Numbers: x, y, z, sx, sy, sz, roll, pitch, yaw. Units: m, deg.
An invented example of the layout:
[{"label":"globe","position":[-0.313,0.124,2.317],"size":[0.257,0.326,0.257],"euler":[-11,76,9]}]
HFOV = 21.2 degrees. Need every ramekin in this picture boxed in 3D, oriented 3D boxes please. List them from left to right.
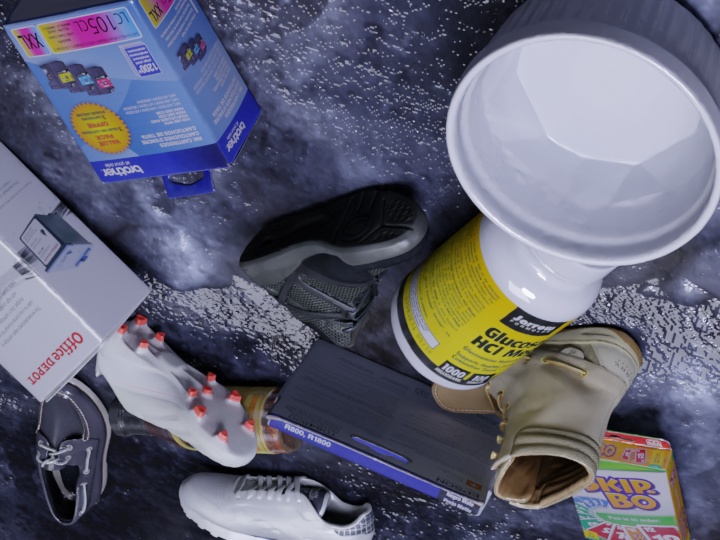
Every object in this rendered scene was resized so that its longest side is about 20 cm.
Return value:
[{"label":"ramekin","position":[0.169,-0.111,1.365],"size":[0.200,0.105,0.201],"euler":[13,133,14]}]

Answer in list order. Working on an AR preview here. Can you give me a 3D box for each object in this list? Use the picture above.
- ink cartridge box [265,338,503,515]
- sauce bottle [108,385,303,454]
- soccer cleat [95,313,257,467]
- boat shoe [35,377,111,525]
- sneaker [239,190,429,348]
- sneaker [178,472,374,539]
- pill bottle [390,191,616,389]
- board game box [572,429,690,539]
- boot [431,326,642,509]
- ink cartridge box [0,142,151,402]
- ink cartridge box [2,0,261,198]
[{"label":"ink cartridge box","position":[0.024,0.142,1.654],"size":[0.199,0.200,0.041],"euler":[23,109,5]},{"label":"sauce bottle","position":[-0.149,0.143,1.841],"size":[0.200,0.066,0.066],"euler":[-3,132,28]},{"label":"soccer cleat","position":[-0.171,0.123,1.790],"size":[0.200,0.069,0.078],"euler":[41,125,25]},{"label":"boat shoe","position":[-0.298,0.186,1.967],"size":[0.072,0.063,0.200],"euler":[15,138,13]},{"label":"sneaker","position":[0.000,0.000,1.607],"size":[0.199,0.076,0.114],"euler":[-17,126,43]},{"label":"sneaker","position":[-0.082,0.233,1.908],"size":[0.199,0.076,0.081],"euler":[17,128,4]},{"label":"pill bottle","position":[0.119,0.007,1.519],"size":[0.112,0.113,0.200],"euler":[36,139,-11]},{"label":"board game box","position":[0.233,0.193,1.690],"size":[0.095,0.030,0.200],"euler":[8,148,20]},{"label":"boot","position":[0.127,0.127,1.608],"size":[0.200,0.156,0.073],"euler":[-8,129,33]},{"label":"ink cartridge box","position":[-0.310,0.002,1.738],"size":[0.200,0.086,0.146],"euler":[44,138,-6]},{"label":"ink cartridge box","position":[-0.173,-0.148,1.540],"size":[0.136,0.076,0.200],"euler":[-6,132,32]}]
